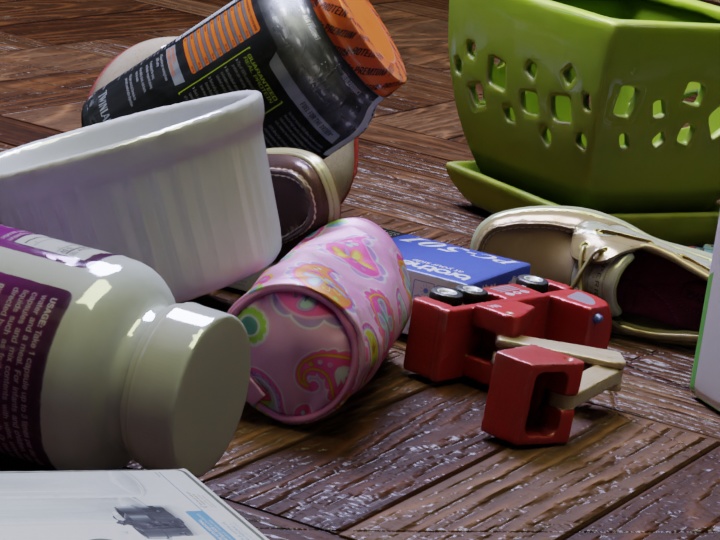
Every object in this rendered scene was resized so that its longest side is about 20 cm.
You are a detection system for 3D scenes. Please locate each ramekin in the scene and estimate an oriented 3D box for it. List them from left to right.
[{"bbox_3d":[-0.141,-0.031,1.524,0.200,0.098,0.200,-15,8,2],"label":"ramekin"}]

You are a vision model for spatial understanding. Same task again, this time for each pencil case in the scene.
[{"bbox_3d":[-0.023,0.027,1.523,0.087,0.088,0.200,10,13,7],"label":"pencil case"}]

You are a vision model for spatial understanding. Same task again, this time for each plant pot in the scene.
[{"bbox_3d":[0.187,-0.120,2.035,0.198,0.182,0.200,-2,18,-37],"label":"plant pot"}]

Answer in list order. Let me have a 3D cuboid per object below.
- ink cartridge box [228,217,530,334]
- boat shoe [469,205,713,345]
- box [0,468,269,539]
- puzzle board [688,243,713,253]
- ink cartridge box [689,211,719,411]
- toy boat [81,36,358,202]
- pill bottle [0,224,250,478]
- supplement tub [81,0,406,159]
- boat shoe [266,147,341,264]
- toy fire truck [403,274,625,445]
[{"bbox_3d":[0.000,0.000,1.712,0.199,0.044,0.094,14,15,26],"label":"ink cartridge box"},{"bbox_3d":[0.168,0.003,1.748,0.199,0.074,0.066,11,8,8],"label":"boat shoe"},{"bbox_3d":[-0.143,0.127,1.074,0.199,0.060,0.117,1,15,-27],"label":"box"},{"bbox_3d":[0.306,0.016,1.905,0.150,0.017,0.200,10,14,7],"label":"puzzle board"},{"bbox_3d":[0.315,0.020,1.617,0.199,0.146,0.084,3,13,-24],"label":"ink cartridge box"},{"bbox_3d":[-0.106,-0.094,1.935,0.199,0.131,0.131,6,-17,-14],"label":"toy boat"},{"bbox_3d":[-0.160,0.039,1.316,0.199,0.113,0.112,14,15,22],"label":"pill bottle"},{"bbox_3d":[-0.077,-0.113,1.774,0.200,0.123,0.123,-31,6,14],"label":"supplement tub"},{"bbox_3d":[-0.101,-0.027,1.647,0.199,0.072,0.072,-7,13,40],"label":"boat shoe"},{"bbox_3d":[0.105,0.050,1.570,0.141,0.049,0.200,19,16,36],"label":"toy fire truck"}]
